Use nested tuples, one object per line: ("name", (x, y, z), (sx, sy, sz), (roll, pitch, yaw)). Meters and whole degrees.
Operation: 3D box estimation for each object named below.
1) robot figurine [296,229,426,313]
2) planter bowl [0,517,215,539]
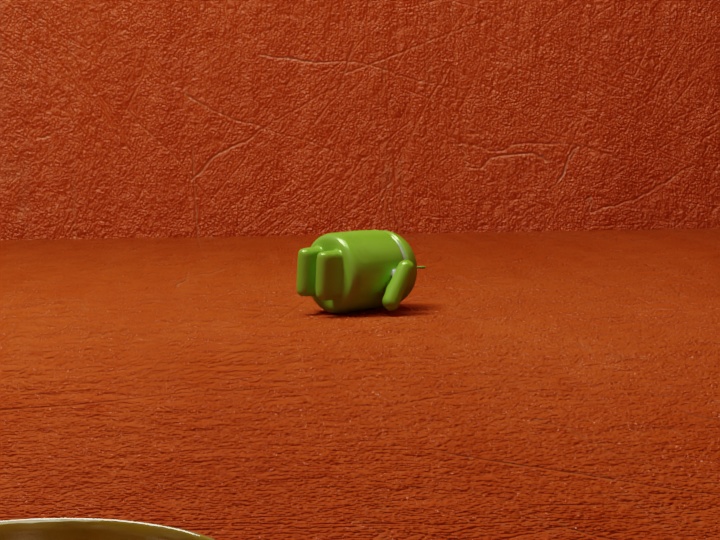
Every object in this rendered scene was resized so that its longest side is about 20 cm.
("robot figurine", (0.000, 0.000, 2.207), (0.199, 0.117, 0.175), (-5, 9, -43))
("planter bowl", (-0.148, 0.173, 0.655), (0.199, 0.084, 0.200), (0, 6, 0))
